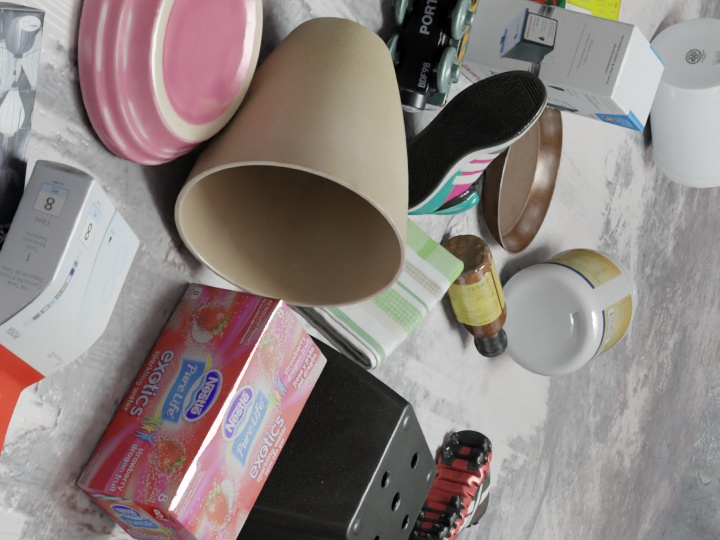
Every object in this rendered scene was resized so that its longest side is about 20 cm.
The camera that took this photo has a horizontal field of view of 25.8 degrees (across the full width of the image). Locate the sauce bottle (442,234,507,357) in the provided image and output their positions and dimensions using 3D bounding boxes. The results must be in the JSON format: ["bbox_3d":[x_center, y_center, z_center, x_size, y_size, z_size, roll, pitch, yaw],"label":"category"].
[{"bbox_3d":[0.137,0.037,1.849,0.066,0.066,0.200,-62,153,-27],"label":"sauce bottle"}]

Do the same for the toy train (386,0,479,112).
[{"bbox_3d":[0.078,-0.251,1.548,0.114,0.085,0.201,0,104,-75],"label":"toy train"}]

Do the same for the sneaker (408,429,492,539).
[{"bbox_3d":[0.108,0.294,1.920,0.201,0.071,0.098,-57,148,-38],"label":"sneaker"}]

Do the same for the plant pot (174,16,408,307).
[{"bbox_3d":[-0.038,-0.104,1.293,0.188,0.186,0.201,71,26,-50],"label":"plant pot"}]

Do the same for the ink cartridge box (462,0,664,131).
[{"bbox_3d":[0.208,-0.227,1.688,0.146,0.199,0.086,23,84,-65],"label":"ink cartridge box"}]

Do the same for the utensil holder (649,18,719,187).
[{"bbox_3d":[0.515,-0.254,2.375,0.170,0.169,0.200,-60,148,-30],"label":"utensil holder"}]

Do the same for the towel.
[{"bbox_3d":[0.000,0.000,1.458,0.031,0.149,0.200,-52,175,37],"label":"towel"}]

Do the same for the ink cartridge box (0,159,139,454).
[{"bbox_3d":[-0.215,0.043,1.062,0.160,0.047,0.201,82,26,-76],"label":"ink cartridge box"}]

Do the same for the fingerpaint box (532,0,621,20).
[{"bbox_3d":[0.242,-0.293,1.871,0.200,0.073,0.168,-15,115,-62],"label":"fingerpaint box"}]

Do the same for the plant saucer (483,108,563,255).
[{"bbox_3d":[0.195,-0.120,1.921,0.200,0.034,0.201,-42,140,-49],"label":"plant saucer"}]

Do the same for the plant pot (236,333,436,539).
[{"bbox_3d":[-0.044,0.180,1.406,0.201,0.177,0.200,-63,153,-27],"label":"plant pot"}]

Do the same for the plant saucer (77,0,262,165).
[{"bbox_3d":[-0.131,-0.175,1.172,0.200,0.051,0.201,-43,140,-51],"label":"plant saucer"}]

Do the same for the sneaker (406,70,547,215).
[{"bbox_3d":[0.114,-0.123,1.621,0.200,0.084,0.121,-36,168,9],"label":"sneaker"}]

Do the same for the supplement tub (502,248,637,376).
[{"bbox_3d":[0.273,0.049,2.048,0.200,0.144,0.145,-19,120,-61],"label":"supplement tub"}]

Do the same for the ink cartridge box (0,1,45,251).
[{"bbox_3d":[-0.252,-0.069,0.989,0.099,0.039,0.201,-16,118,-63],"label":"ink cartridge box"}]

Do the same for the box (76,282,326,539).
[{"bbox_3d":[-0.124,0.121,1.275,0.201,0.102,0.095,-62,142,-25],"label":"box"}]
